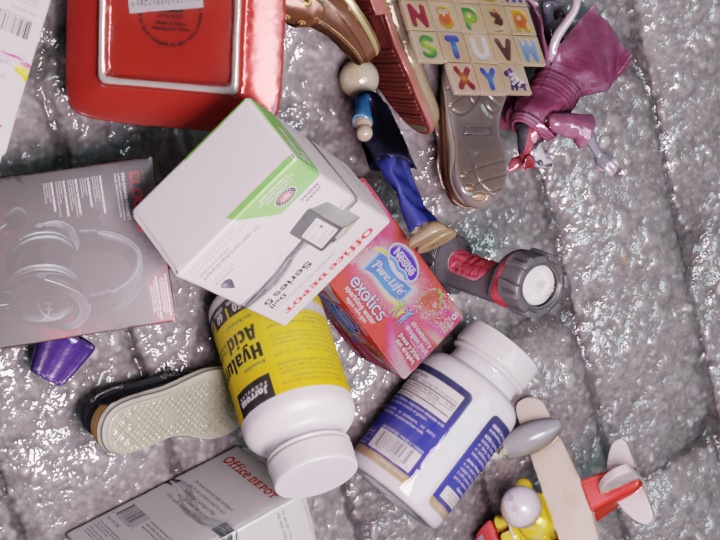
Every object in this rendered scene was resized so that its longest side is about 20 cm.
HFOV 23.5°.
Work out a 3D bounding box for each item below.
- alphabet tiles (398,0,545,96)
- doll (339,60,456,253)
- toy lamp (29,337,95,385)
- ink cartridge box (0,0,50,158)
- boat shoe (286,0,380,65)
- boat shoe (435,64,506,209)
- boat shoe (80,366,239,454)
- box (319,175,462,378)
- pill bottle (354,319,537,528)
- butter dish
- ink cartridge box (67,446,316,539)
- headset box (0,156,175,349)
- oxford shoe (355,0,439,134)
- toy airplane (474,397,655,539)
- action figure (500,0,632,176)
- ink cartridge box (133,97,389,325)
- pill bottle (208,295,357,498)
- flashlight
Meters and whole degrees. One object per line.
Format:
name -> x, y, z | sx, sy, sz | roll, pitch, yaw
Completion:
alphabet tiles -> 0.103, -0.262, 1.698 | 0.166, 0.006, 0.201 | -3, 69, -37
doll -> 0.029, -0.115, 1.694 | 0.048, 0.136, 0.201 | -27, 78, 11
toy lamp -> -0.245, 0.012, 1.605 | 0.058, 0.058, 0.201 | 30, 87, -33
ink cartridge box -> -0.348, -0.169, 1.466 | 0.115, 0.068, 0.201 | 21, 77, -32
boat shoe -> -0.063, -0.263, 1.639 | 0.068, 0.072, 0.200 | -48, 115, -6
boat shoe -> 0.106, -0.159, 1.763 | 0.075, 0.072, 0.201 | 7, 79, -19
boat shoe -> -0.184, 0.130, 1.670 | 0.199, 0.062, 0.075 | -11, 111, -44
box -> 0.000, 0.000, 1.722 | 0.095, 0.100, 0.200 | -44, 120, -13
pill bottle -> 0.091, 0.156, 1.804 | 0.200, 0.120, 0.120 | -51, 121, -10
butter dish -> -0.152, -0.235, 1.554 | 0.199, 0.148, 0.201 | 5, 104, 11
ink cartridge box -> -0.159, 0.266, 1.667 | 0.199, 0.146, 0.083 | -26, 116, -22
headset box -> -0.255, -0.017, 1.535 | 0.199, 0.077, 0.150 | -8, 94, -11
oxford shoe -> 0.045, -0.231, 1.709 | 0.075, 0.070, 0.201 | -35, 119, -25
toy airplane -> 0.212, 0.255, 1.853 | 0.141, 0.200, 0.200 | 16, 93, -45
action figure -> 0.202, -0.184, 1.759 | 0.201, 0.133, 0.149 | -61, 147, -27
ink cartridge box -> -0.083, -0.047, 1.528 | 0.145, 0.084, 0.200 | -44, 152, 9
pill bottle -> -0.069, 0.109, 1.641 | 0.111, 0.201, 0.111 | -15, 151, -9
flashlight -> 0.126, -0.004, 1.735 | 0.068, 0.200, 0.068 | -45, 120, -13
